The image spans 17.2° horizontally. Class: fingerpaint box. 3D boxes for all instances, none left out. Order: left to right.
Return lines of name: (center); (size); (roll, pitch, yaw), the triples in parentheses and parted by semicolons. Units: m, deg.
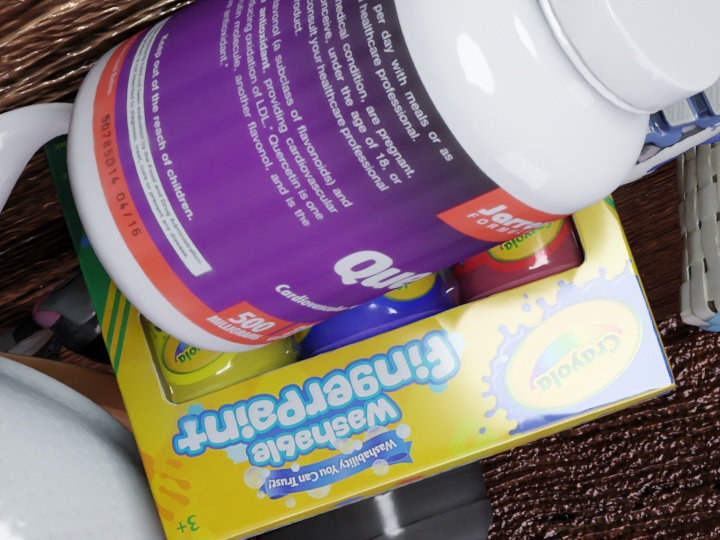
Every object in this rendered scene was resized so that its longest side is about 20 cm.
fingerpaint box: (0.000, 0.000, 0.913); (0.199, 0.167, 0.073); (-18, 173, 3)

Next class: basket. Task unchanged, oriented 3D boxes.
basket: (0.285, -0.036, 1.381); (0.199, 0.177, 0.139); (2, 168, -12)

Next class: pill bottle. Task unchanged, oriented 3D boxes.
pill bottle: (0.010, -0.054, 0.744); (0.200, 0.113, 0.112); (-23, 171, 35)

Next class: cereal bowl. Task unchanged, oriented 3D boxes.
cereal bowl: (-0.147, 0.092, 0.978); (0.083, 0.200, 0.200); (-62, -169, -22)

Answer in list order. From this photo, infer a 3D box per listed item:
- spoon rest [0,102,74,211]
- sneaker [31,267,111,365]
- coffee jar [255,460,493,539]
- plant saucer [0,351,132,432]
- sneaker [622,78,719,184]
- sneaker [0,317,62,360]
spoon rest: (-0.143, -0.024, 0.866); (0.199, 0.061, 0.099); (-7, 177, 28)
sneaker: (-0.089, 0.030, 1.151); (0.079, 0.096, 0.200); (-37, 171, 11)
coffee jar: (-0.017, 0.039, 1.021); (0.085, 0.201, 0.104); (-12, 171, -41)
plant saucer: (-0.195, 0.062, 1.115); (0.200, 0.032, 0.200); (5, 169, 1)
sneaker: (0.123, -0.071, 1.034); (0.199, 0.081, 0.115); (-25, 168, 33)
sneaker: (-0.232, 0.071, 1.259); (0.200, 0.079, 0.074); (-35, 155, -43)
